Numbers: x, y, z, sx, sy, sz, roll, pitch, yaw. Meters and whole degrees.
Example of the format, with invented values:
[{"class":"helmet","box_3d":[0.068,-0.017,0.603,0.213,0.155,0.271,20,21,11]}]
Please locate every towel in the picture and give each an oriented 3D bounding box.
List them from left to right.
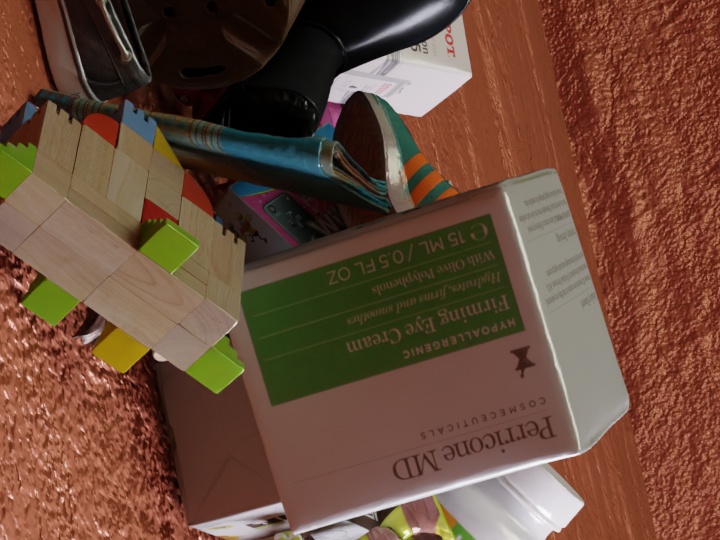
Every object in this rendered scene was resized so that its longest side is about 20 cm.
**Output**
[{"class":"towel","box_3d":[-0.089,-0.077,1.482,0.147,0.198,0.022,33,71,-72]}]

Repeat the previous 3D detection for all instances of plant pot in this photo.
[{"class":"plant pot","box_3d":[-0.103,-0.241,1.642,0.199,0.199,0.201,-75,147,-54]}]

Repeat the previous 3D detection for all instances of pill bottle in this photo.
[{"class":"pill bottle","box_3d":[0.064,0.211,1.684,0.111,0.200,0.111,42,2,-2]}]

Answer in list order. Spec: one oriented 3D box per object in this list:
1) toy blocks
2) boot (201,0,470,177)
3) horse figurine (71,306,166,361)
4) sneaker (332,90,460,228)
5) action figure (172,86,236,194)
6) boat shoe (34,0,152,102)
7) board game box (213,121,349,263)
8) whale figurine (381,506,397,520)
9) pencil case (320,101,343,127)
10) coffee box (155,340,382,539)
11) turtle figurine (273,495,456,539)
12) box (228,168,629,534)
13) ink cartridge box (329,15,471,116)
[{"class":"toy blocks","box_3d":[-0.140,-0.038,1.377,0.200,0.100,0.137,36,30,-24]},{"class":"boot","box_3d":[-0.016,-0.146,1.656,0.077,0.199,0.169,56,29,-22]},{"class":"horse figurine","box_3d":[-0.135,-0.010,1.486,0.133,0.050,0.200,62,19,2]},{"class":"sneaker","box_3d":[0.040,-0.041,1.681,0.079,0.071,0.201,7,50,-35]},{"class":"action figure","box_3d":[-0.092,-0.088,1.782,0.200,0.051,0.066,58,16,-52]},{"class":"boat shoe","box_3d":[-0.179,-0.207,1.515,0.072,0.067,0.202,19,55,-74]},{"class":"board game box","box_3d":[0.000,0.000,1.713,0.200,0.064,0.147,41,37,9]},{"class":"whale figurine","box_3d":[-0.015,0.152,1.764,0.159,0.103,0.202,-45,142,-75]},{"class":"pencil case","box_3d":[-0.038,-0.142,1.995,0.094,0.090,0.201,38,35,-71]},{"class":"coffee box","box_3d":[-0.058,0.124,1.593,0.200,0.079,0.115,40,36,-67]},{"class":"turtle figurine","box_3d":[-0.011,0.211,1.577,0.065,0.160,0.201,59,-8,45]},{"class":"box","box_3d":[0.043,0.048,1.497,0.200,0.198,0.173,-22,94,-74]},{"class":"ink cartridge box","box_3d":[-0.016,-0.220,1.937,0.199,0.083,0.148,7,64,-34]}]
